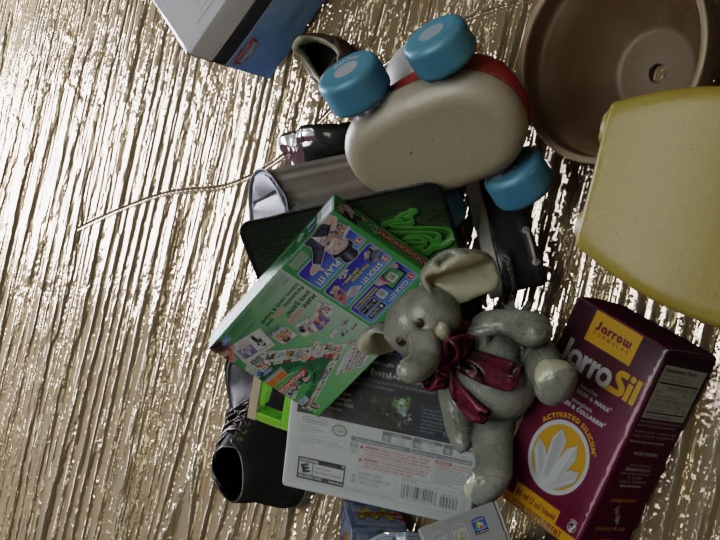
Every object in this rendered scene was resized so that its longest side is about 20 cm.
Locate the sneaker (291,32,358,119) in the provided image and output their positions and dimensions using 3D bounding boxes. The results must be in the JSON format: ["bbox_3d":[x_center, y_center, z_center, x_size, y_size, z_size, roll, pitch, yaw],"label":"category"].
[{"bbox_3d":[-0.006,-0.187,1.651,0.200,0.075,0.071,46,113,38],"label":"sneaker"}]

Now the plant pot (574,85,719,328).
[{"bbox_3d":[0.279,-0.053,1.237,0.199,0.195,0.195,15,93,8],"label":"plant pot"}]

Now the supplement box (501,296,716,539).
[{"bbox_3d":[0.216,0.138,1.386,0.110,0.085,0.201,33,105,41],"label":"supplement box"}]

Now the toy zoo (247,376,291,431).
[{"bbox_3d":[-0.014,0.124,1.573,0.199,0.020,0.132,19,118,14],"label":"toy zoo"}]

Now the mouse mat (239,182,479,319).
[{"bbox_3d":[0.000,0.000,1.454,0.199,0.161,0.008,-12,34,12],"label":"mouse mat"}]

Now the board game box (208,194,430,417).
[{"bbox_3d":[-0.032,0.037,1.456,0.200,0.134,0.029,-46,22,26],"label":"board game box"}]

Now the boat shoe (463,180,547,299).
[{"bbox_3d":[0.137,-0.064,1.510,0.060,0.074,0.201,-9,53,0],"label":"boat shoe"}]

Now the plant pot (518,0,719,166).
[{"bbox_3d":[0.250,-0.189,1.407,0.200,0.092,0.202,-8,78,42],"label":"plant pot"}]

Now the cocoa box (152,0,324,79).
[{"bbox_3d":[-0.121,-0.342,1.744,0.200,0.131,0.134,-51,53,23],"label":"cocoa box"}]

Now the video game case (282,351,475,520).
[{"bbox_3d":[0.026,0.144,1.525,0.199,0.023,0.183,10,102,17],"label":"video game case"}]

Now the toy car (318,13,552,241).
[{"bbox_3d":[0.081,-0.168,1.451,0.176,0.185,0.200,-20,31,27],"label":"toy car"}]

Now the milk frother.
[{"bbox_3d":[0.009,-0.012,1.530,0.200,0.187,0.181,59,152,36],"label":"milk frother"}]

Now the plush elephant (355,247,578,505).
[{"bbox_3d":[0.086,0.073,1.380,0.200,0.154,0.165,-89,25,-51],"label":"plush elephant"}]

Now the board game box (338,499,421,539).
[{"bbox_3d":[0.015,0.316,1.506,0.200,0.061,0.201,123,151,-69],"label":"board game box"}]

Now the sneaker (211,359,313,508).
[{"bbox_3d":[-0.122,0.161,1.676,0.075,0.106,0.201,-40,58,30],"label":"sneaker"}]

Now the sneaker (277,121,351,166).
[{"bbox_3d":[-0.035,-0.096,1.642,0.200,0.075,0.116,-178,83,-77],"label":"sneaker"}]

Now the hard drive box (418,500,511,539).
[{"bbox_3d":[0.127,0.327,1.380,0.076,0.156,0.201,-21,64,2],"label":"hard drive box"}]
